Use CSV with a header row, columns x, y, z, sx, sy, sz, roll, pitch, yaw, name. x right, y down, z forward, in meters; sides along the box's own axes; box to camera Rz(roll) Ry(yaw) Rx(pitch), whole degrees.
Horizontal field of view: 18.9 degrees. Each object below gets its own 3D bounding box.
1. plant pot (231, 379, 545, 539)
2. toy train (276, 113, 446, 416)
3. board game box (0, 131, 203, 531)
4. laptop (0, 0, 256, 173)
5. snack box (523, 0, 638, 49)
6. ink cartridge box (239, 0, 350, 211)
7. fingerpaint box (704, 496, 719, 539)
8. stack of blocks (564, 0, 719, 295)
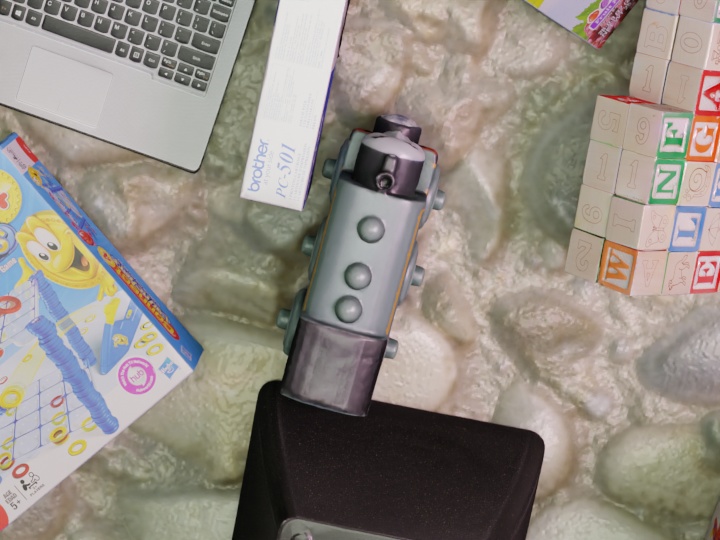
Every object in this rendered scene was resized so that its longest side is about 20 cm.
x,y,z,sx,sy,sz,roll,pitch,yaw,name
0.007,0.207,1.405,0.198,0.177,0.201,11,103,0,plant pot
0.000,0.000,1.389,0.085,0.114,0.201,17,101,-2,toy train
-0.243,0.047,1.440,0.200,0.056,0.196,-40,98,10,board game box
-0.164,-0.175,1.358,0.186,0.116,0.201,19,102,-2,laptop
0.158,-0.245,1.302,0.068,0.169,0.200,43,101,24,snack box
-0.034,-0.146,1.371,0.044,0.094,0.201,12,102,-1,ink cartridge box
0.272,0.196,1.380,0.073,0.200,0.168,18,102,-3,fingerpaint box
0.205,-0.088,1.362,0.115,0.058,0.201,-1,106,-41,stack of blocks
